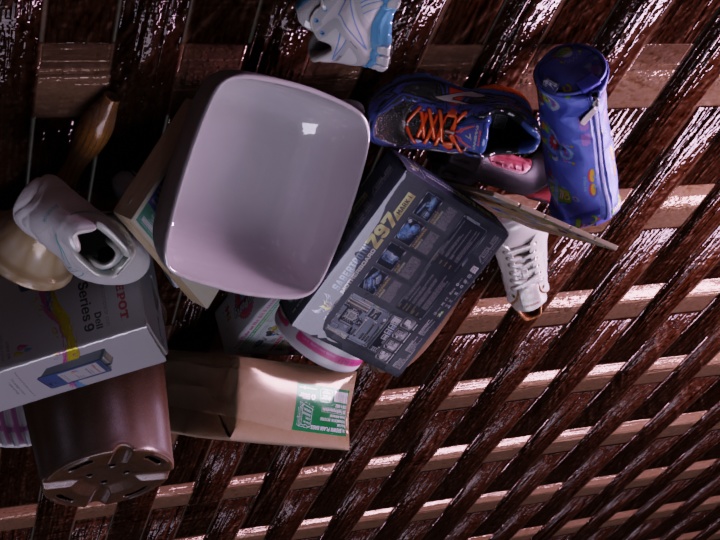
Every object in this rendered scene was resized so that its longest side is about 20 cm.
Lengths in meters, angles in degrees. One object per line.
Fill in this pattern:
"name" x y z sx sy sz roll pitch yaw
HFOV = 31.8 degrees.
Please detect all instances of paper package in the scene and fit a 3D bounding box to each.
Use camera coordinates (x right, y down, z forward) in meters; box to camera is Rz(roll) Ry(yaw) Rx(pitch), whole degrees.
"paper package" -0.135 0.163 1.586 0.198 0.105 0.189 12 172 -41

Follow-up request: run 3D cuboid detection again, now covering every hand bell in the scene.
"hand bell" -0.276 -0.088 1.198 0.103 0.105 0.201 11 128 -40

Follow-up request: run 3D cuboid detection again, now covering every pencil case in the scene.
"pencil case" 0.225 -0.133 1.303 0.077 0.087 0.202 -25 133 -10

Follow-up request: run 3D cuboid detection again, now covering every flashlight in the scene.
"flashlight" 0.163 -0.120 1.382 0.198 0.068 0.068 15 130 -36

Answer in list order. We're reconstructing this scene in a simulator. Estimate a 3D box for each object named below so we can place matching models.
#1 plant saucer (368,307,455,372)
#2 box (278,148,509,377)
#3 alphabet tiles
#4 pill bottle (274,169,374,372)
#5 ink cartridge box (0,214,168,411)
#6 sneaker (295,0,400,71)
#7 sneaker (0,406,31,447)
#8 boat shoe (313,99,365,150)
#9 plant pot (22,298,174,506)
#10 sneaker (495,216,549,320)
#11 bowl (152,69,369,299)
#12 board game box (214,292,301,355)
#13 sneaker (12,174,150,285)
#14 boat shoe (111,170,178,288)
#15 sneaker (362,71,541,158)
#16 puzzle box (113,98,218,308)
"plant saucer" 0.078 0.043 1.530 0.201 0.029 0.201 -49 161 -23
"box" 0.034 -0.003 1.294 0.157 0.051 0.201 27 107 -36
"alphabet tiles" 0.158 -0.065 1.364 0.165 0.008 0.199 20 180 -26
"pill bottle" 0.000 0.000 1.385 0.112 0.113 0.202 16 113 -45
"ink cartridge box" -0.312 0.043 1.316 0.197 0.147 0.088 -15 151 -1
"sneaker" -0.012 -0.236 1.075 0.085 0.076 0.201 -5 149 -8
"sneaker" -0.390 0.182 1.596 0.196 0.082 0.089 -7 167 -12
"boat shoe" -0.040 -0.094 1.309 0.070 0.064 0.201 -1 146 -26
"plant pot" -0.302 0.149 1.453 0.197 0.201 0.201 -13 151 -7
"sneaker" 0.210 -0.003 1.581 0.072 0.086 0.201 -17 150 4
"bowl" -0.099 -0.084 1.189 0.198 0.074 0.203 12 102 -40
"board game box" -0.055 0.042 1.540 0.197 0.065 0.148 4 144 -36
"sneaker" -0.245 -0.018 1.179 0.071 0.080 0.200 -53 157 -2
"boat shoe" -0.199 -0.056 1.304 0.066 0.074 0.201 -35 158 -10
"sneaker" 0.095 -0.148 1.250 0.197 0.079 0.076 -5 119 -22
"puzzle box" -0.162 -0.062 1.254 0.134 0.025 0.201 -59 154 -16
